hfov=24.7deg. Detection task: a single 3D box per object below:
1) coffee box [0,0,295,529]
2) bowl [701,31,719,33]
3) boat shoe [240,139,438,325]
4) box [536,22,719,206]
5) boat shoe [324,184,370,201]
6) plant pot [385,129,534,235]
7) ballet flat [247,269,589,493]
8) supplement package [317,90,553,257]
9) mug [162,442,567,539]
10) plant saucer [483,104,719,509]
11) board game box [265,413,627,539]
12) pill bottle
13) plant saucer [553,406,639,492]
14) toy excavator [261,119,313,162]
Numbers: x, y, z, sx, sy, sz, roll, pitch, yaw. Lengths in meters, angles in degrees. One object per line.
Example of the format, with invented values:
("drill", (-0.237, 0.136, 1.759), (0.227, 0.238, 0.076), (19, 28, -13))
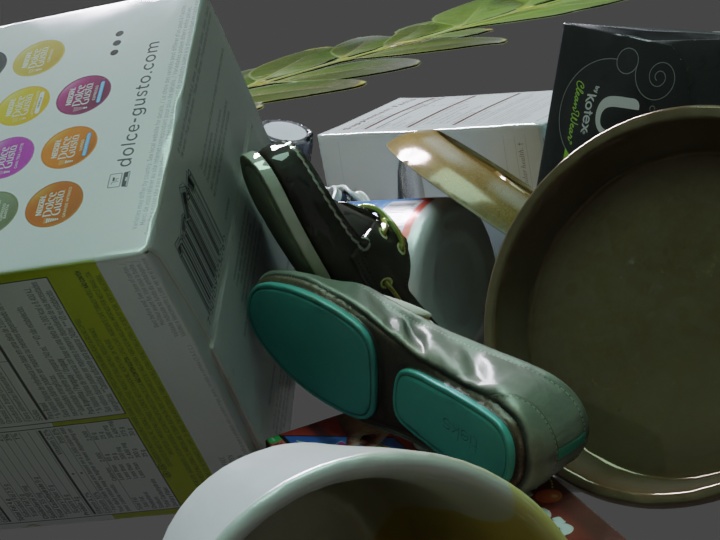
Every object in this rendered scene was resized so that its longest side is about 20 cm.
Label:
("coffee box", (-0.155, -0.001, 0.896), (0.198, 0.200, 0.200), (-8, 45, 15))
("bowl", (0.259, -0.093, 1.116), (0.201, 0.105, 0.201), (7, 29, -4))
("boat shoe", (0.000, 0.000, 0.901), (0.061, 0.201, 0.072), (-34, 37, -5))
("box", (0.208, -0.054, 0.929), (0.124, 0.149, 0.200), (13, 8, 43))
("boat shoe", (-0.019, -0.026, 1.142), (0.200, 0.065, 0.074), (14, 37, -8))
("plant pot", (0.107, -0.036, 1.045), (0.200, 0.027, 0.200), (33, 9, -5))
("ballet flat", (0.028, 0.050, 0.816), (0.064, 0.067, 0.200), (-21, 37, -39))
("supplement package", (0.087, -0.066, 1.243), (0.200, 0.117, 0.117), (0, 19, 38))
("mug", (0.002, 0.140, 0.598), (0.149, 0.187, 0.153), (-48, 14, -9))
("plant saucer", (0.153, 0.018, 0.794), (0.200, 0.200, 0.029), (0, -16, 35))
("board game box", (0.037, 0.111, 0.785), (0.103, 0.019, 0.200), (-16, 23, -19))
("pill bottle", (-0.023, 0.012, 1.054), (0.200, 0.112, 0.112), (-1, 18, 33))
("plant saucer", (0.135, 0.057, 0.894), (0.200, 0.050, 0.200), (-10, 16, 3))
("toy excavator", (-0.087, -0.036, 1.254), (0.194, 0.100, 0.200), (18, 30, 10))
